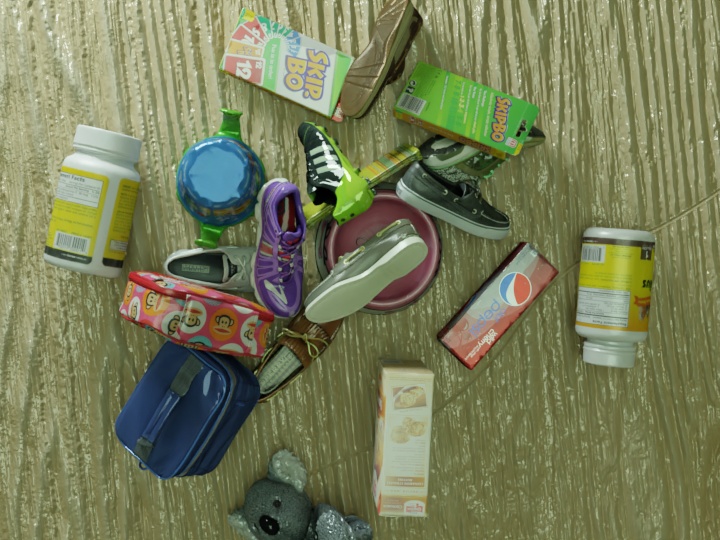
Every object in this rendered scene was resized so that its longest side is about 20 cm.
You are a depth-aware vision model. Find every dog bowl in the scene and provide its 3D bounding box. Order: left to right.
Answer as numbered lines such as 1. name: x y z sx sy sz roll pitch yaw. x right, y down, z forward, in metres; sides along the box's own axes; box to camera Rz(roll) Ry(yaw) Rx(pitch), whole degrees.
1. dog bowl: 0.031 -0.032 1.574 0.197 0.074 0.204 0 93 -4

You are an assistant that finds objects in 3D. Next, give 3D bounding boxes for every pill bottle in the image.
1. pill bottle: -0.380 -0.099 1.519 0.113 0.114 0.203 13 91 -5
2. pill bottle: 0.381 0.040 1.586 0.107 0.109 0.203 4 92 -5

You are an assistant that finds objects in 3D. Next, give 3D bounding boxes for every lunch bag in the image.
1. lunch bag: -0.255 0.201 1.506 0.135 0.132 0.202 33 95 23
2. lunch bag: -0.237 0.062 1.501 0.198 0.175 0.083 17 88 -31

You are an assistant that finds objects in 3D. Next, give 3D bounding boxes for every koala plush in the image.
1. koala plush: -0.095 0.383 1.556 0.199 0.183 0.179 37 102 16

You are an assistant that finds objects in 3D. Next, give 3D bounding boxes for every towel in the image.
1. towel: -0.002 -0.127 1.562 0.198 0.086 0.018 -32 107 -2

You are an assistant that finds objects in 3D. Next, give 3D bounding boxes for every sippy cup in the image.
1. sippy cup: -0.204 -0.133 1.520 0.138 0.130 0.180 -24 92 -4

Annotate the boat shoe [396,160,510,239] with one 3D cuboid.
1. boat shoe: 0.147 -0.102 1.556 0.198 0.069 0.057 19 119 -25

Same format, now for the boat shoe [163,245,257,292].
1. boat shoe: -0.192 0.000 1.561 0.197 0.065 0.075 -4 92 -4

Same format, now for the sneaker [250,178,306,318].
1. sneaker: -0.113 -0.029 1.514 0.080 0.083 0.203 -7 100 -23

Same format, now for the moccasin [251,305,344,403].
1. moccasin: -0.096 0.114 1.562 0.201 0.078 0.074 -42 96 1

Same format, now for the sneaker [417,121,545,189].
1. sneaker: 0.184 -0.170 1.596 0.197 0.077 0.090 -13 124 -5

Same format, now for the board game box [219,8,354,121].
1. board game box: -0.101 -0.303 1.570 0.198 0.030 0.097 23 90 -8

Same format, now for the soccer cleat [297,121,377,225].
1. soccer cleat: -0.053 -0.144 1.519 0.081 0.068 0.200 -35 50 -3

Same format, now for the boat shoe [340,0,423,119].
1. boat shoe: 0.038 -0.304 1.562 0.072 0.072 0.202 35 72 -43

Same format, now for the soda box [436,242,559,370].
1. soda box: 0.205 0.053 1.596 0.070 0.063 0.200 43 89 -4

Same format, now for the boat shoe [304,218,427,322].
1. boat shoe: 0.001 0.001 1.507 0.200 0.072 0.061 -34 53 9

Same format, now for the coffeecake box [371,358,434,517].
1. coffeecake box: 0.060 0.241 1.547 0.072 0.154 0.203 3 92 -4

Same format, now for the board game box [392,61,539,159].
1. board game box: 0.156 -0.234 1.553 0.198 0.030 0.096 22 66 15
